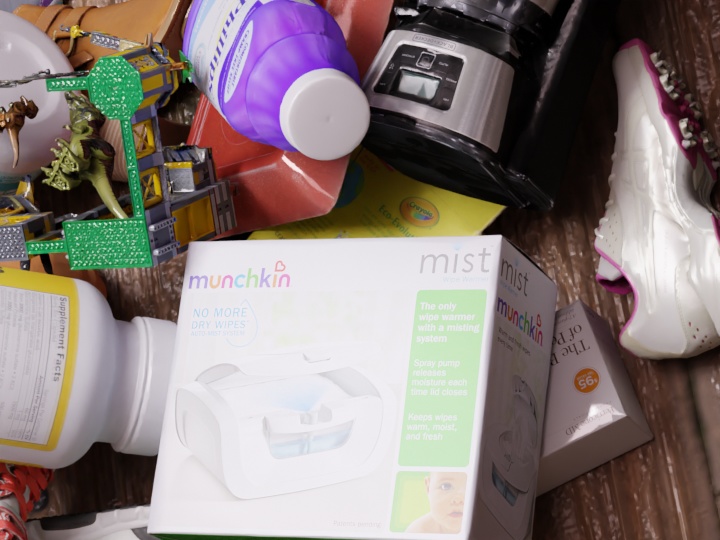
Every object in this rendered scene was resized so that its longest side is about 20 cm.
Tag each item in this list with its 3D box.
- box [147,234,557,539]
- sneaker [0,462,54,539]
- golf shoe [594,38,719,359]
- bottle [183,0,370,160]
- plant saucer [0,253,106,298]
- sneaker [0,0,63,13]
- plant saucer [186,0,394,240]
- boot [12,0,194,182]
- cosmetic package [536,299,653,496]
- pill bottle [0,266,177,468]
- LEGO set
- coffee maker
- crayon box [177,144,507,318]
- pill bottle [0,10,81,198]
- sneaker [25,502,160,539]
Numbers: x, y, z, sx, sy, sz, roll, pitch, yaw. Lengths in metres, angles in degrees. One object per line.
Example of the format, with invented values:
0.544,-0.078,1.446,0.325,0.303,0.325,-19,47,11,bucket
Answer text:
-0.002,0.077,1.436,0.199,0.097,0.177,0,72,26,box
-0.214,0.142,1.510,0.108,0.067,0.201,21,45,41,sneaker
0.166,-0.040,1.470,0.091,0.075,0.201,-25,61,20,golf shoe
-0.046,-0.113,1.428,0.200,0.065,0.084,-130,56,-63,bottle
-0.258,0.040,1.609,0.200,0.038,0.200,-19,27,10,plant saucer
-0.271,-0.181,1.735,0.074,0.088,0.200,41,92,32,sneaker
-0.049,-0.124,1.568,0.200,0.037,0.200,-11,61,63,plant saucer
-0.161,-0.158,1.687,0.155,0.077,0.201,18,89,35,boot
0.062,0.101,1.480,0.200,0.051,0.083,-29,62,15,cosmetic package
-0.209,0.054,1.469,0.112,0.199,0.112,-170,90,-72,pill bottle
-0.162,-0.071,1.506,0.200,0.116,0.154,-11,99,30,LEGO set
0.093,-0.140,1.469,0.135,0.192,0.201,14,82,50,coffee maker
0.000,0.000,1.550,0.200,0.051,0.127,-47,58,4,crayon box
-0.272,-0.076,1.653,0.200,0.111,0.111,-39,53,45,pill bottle
-0.148,0.184,1.554,0.199,0.074,0.080,-12,79,28,sneaker
